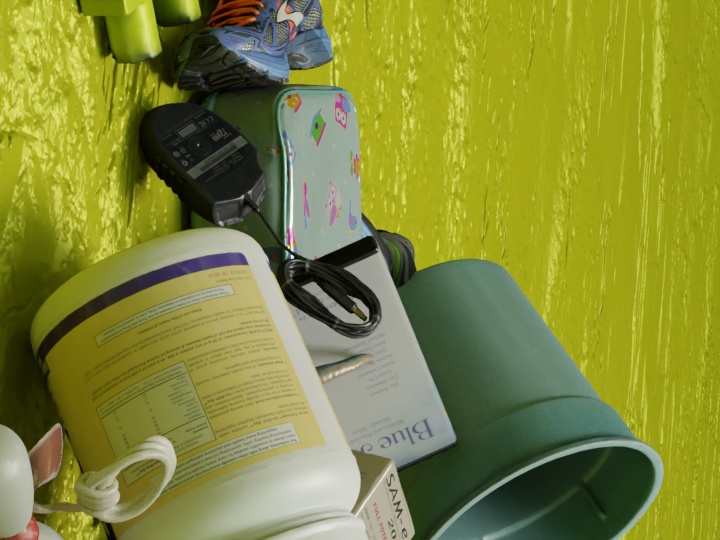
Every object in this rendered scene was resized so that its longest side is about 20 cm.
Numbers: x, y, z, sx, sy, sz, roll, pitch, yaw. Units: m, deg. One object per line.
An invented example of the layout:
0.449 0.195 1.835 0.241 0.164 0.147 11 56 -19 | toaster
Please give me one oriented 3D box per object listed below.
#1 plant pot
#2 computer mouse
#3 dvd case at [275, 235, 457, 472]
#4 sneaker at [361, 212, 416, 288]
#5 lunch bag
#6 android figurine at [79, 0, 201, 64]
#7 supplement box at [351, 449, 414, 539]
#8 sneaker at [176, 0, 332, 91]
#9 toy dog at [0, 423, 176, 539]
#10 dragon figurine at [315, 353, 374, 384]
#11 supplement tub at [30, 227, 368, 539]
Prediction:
0.087 0.110 1.651 0.196 0.200 0.200 62 5 31 | plant pot
-0.064 -0.028 1.407 0.059 0.200 0.034 -34 164 -36 | computer mouse
-0.027 0.077 1.479 0.018 0.142 0.200 -116 -178 -46 | dvd case
0.000 0.000 1.702 0.200 0.071 0.083 54 29 -59 | sneaker
-0.052 -0.026 1.537 0.160 0.077 0.201 -16 107 -69 | lunch bag
-0.136 -0.232 1.359 0.182 0.041 0.201 -51 139 -57 | android figurine
-0.071 0.194 1.393 0.200 0.126 0.074 -52 140 -36 | supplement box
-0.075 -0.163 1.490 0.200 0.075 0.079 -44 126 -72 | sneaker
-0.185 0.130 1.182 0.132 0.096 0.200 -9 138 -31 | toy dog
-0.080 0.089 1.408 0.200 0.099 0.059 -47 144 -32 | dragon figurine
-0.087 0.093 1.273 0.200 0.145 0.145 66 15 18 | supplement tub
